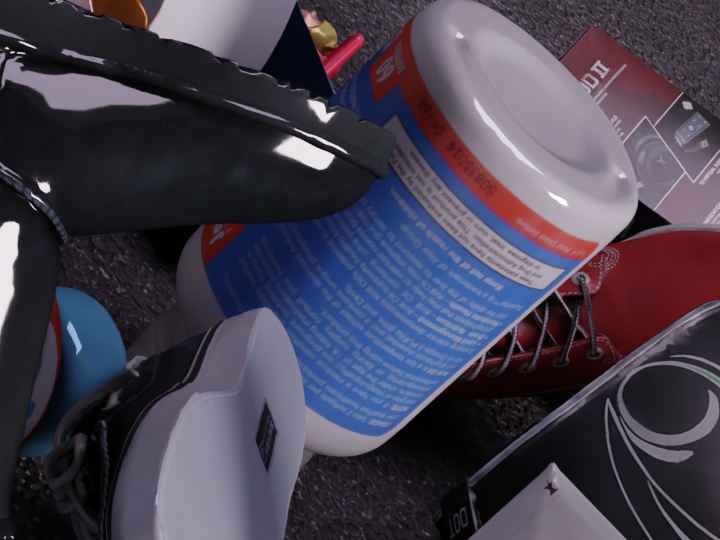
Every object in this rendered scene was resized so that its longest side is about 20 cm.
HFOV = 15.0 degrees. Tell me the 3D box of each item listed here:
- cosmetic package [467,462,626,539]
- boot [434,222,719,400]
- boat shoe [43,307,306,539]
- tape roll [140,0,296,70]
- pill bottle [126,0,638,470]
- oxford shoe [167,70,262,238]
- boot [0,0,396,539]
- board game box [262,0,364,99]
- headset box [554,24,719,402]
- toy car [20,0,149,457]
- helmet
[{"bbox_3d":[0.013,0.157,0.818,0.083,0.200,0.051,45,-8,23],"label":"cosmetic package"},{"bbox_3d":[0.074,0.026,1.145,0.144,0.199,0.073,-4,84,-60],"label":"boot"},{"bbox_3d":[-0.066,0.064,0.884,0.199,0.068,0.074,-76,149,-68],"label":"boat shoe"},{"bbox_3d":[-0.113,-0.140,1.067,0.071,0.202,0.203,12,41,-52],"label":"tape roll"},{"bbox_3d":[0.000,0.000,1.038,0.112,0.200,0.112,37,26,-21],"label":"pill bottle"},{"bbox_3d":[-0.112,-0.093,1.158,0.200,0.073,0.084,44,40,11],"label":"oxford shoe"},{"bbox_3d":[-0.099,0.002,0.808,0.198,0.163,0.073,17,-1,-25],"label":"boot"},{"bbox_3d":[-0.043,-0.111,1.188,0.158,0.039,0.200,35,-23,42],"label":"board game box"},{"bbox_3d":[0.126,-0.004,1.264,0.200,0.149,0.077,38,51,8],"label":"headset box"},{"bbox_3d":[-0.131,-0.042,0.890,0.177,0.200,0.184,55,26,18],"label":"toy car"},{"bbox_3d":[0.143,0.130,1.089,0.191,0.200,0.200,54,25,9],"label":"helmet"}]
